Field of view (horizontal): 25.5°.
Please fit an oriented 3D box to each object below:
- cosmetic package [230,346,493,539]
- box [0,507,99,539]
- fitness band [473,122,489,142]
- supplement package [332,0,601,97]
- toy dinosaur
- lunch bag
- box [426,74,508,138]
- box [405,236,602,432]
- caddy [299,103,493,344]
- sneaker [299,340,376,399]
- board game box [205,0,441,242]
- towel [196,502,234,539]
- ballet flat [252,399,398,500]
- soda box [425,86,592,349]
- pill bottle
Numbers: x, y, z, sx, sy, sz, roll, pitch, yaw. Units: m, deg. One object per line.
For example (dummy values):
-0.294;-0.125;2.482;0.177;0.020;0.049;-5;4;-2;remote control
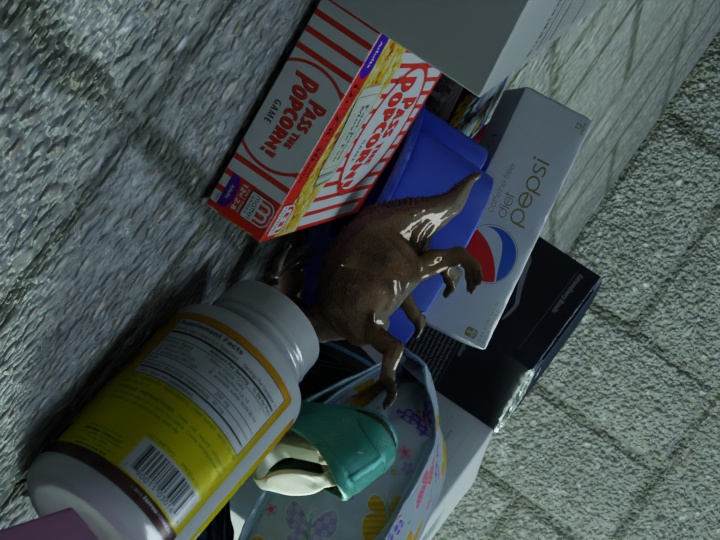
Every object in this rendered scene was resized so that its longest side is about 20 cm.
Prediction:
-0.024;0.179;1.406;0.200;0.200;0.123;-51;166;-26;cosmetic package
-0.231;0.250;0.871;0.176;0.097;0.200;-13;140;-46;box
0.087;-0.086;1.380;0.143;0.037;0.200;-29;-171;46;fitness band
0.085;-0.209;0.952;0.200;0.121;0.120;-40;161;-54;supplement package
0.000;0.000;1.115;0.200;0.135;0.086;-53;-171;15;toy dinosaur
-0.004;0.169;1.242;0.200;0.127;0.170;-59;167;-14;lunch bag
0.097;-0.177;1.312;0.137;0.040;0.200;-41;162;-49;box
0.095;0.024;1.461;0.148;0.200;0.104;-46;167;-41;box
0.017;-0.038;1.218;0.200;0.105;0.142;-60;-168;20;caddy
-0.058;0.096;1.297;0.073;0.082;0.200;-42;160;30;sneaker
-0.011;-0.103;1.040;0.152;0.046;0.200;-59;169;16;board game box
-0.136;0.230;1.207;0.112;0.048;0.200;-51;-155;22;towel
-0.064;0.119;1.111;0.070;0.200;0.068;-41;121;-34;ballet flat
0.106;-0.042;1.261;0.201;0.063;0.068;-65;-169;-1;soda box
-0.113;0.098;1.025;0.200;0.109;0.109;-48;167;-34;pill bottle
